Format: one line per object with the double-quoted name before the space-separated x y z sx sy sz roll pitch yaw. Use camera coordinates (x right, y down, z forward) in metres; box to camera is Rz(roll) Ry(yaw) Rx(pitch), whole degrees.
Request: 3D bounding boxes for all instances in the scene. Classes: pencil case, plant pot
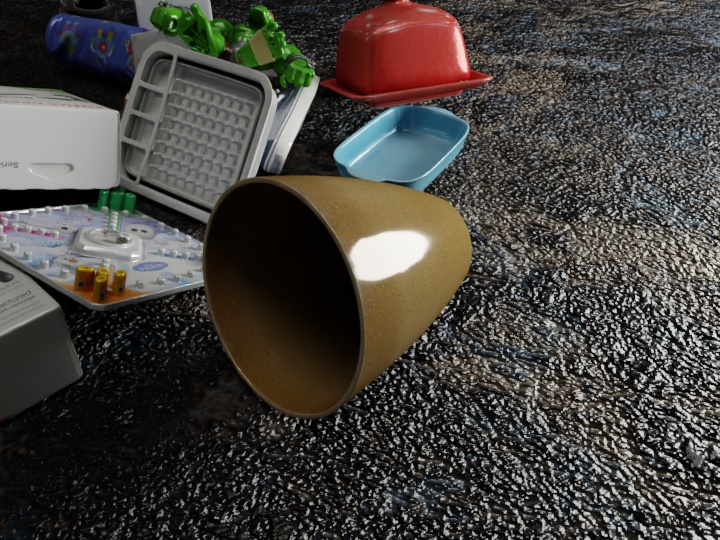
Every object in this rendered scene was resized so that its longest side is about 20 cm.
"pencil case" -0.367 -0.321 1.087 0.198 0.088 0.078 17 11 21
"plant pot" 0.000 0.000 0.627 0.186 0.188 0.199 30 33 33

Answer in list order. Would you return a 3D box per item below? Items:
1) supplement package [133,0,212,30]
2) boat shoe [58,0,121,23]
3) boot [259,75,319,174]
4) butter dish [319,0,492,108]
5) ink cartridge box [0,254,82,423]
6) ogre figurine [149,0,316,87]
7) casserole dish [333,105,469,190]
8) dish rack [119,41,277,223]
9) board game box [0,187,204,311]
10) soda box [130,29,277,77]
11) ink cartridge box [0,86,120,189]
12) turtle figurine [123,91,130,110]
"supplement package" -0.300 -0.418 1.184 0.112 0.110 0.201 -9 40 -11
"boat shoe" -0.457 -0.444 1.252 0.071 0.067 0.200 -26 45 -28
"boot" -0.113 -0.204 0.926 0.090 0.073 0.201 24 39 -8
"butter dish" 0.051 -0.309 0.992 0.198 0.150 0.199 -12 22 -14
"ink cartridge box" -0.354 0.047 0.620 0.199 0.084 0.144 30 47 34
"ogre figurine" -0.144 -0.273 0.902 0.197 0.099 0.120 2 14 7
"casserole dish" 0.051 -0.142 0.894 0.120 0.039 0.200 20 42 24
"dish rack" -0.185 -0.153 0.834 0.198 0.173 0.043 22 6 27
"board game box" -0.235 -0.031 0.695 0.199 0.026 0.199 25 20 24
"soda box" -0.207 -0.290 1.006 0.068 0.064 0.199 7 17 39
"ink cartridge box" -0.364 -0.149 0.806 0.145 0.085 0.199 -6 20 -38
"turtle figurine" -0.219 -0.206 0.953 0.159 0.065 0.201 7 39 9
